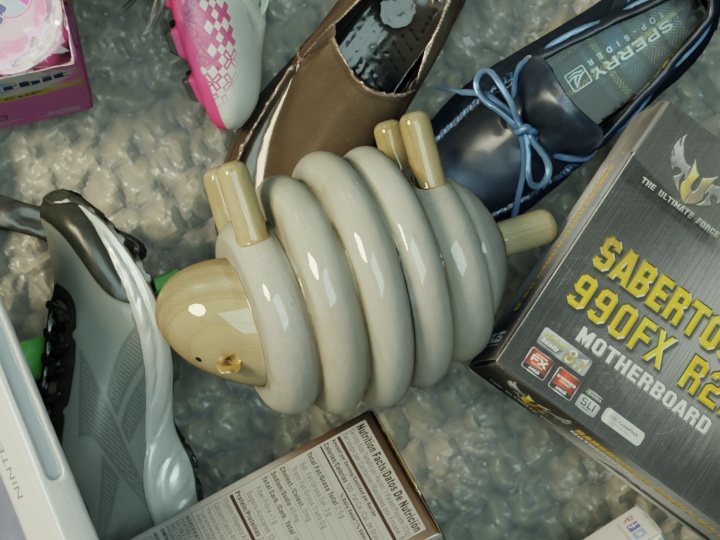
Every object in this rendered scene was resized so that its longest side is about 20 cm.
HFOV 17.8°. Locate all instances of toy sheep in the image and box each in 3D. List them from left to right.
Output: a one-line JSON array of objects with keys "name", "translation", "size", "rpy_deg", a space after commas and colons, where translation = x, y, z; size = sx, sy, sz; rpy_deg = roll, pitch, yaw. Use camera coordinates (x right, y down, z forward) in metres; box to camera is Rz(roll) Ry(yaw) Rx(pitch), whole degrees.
[{"name": "toy sheep", "translation": [0.000, 0.000, 1.087], "size": [0.200, 0.138, 0.138], "rpy_deg": [-16, 91, -10]}]

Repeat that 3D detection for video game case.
[{"name": "video game case", "translation": [-0.209, 0.081, 1.083], "size": [0.023, 0.200, 0.182], "rpy_deg": [-19, 85, -41]}]

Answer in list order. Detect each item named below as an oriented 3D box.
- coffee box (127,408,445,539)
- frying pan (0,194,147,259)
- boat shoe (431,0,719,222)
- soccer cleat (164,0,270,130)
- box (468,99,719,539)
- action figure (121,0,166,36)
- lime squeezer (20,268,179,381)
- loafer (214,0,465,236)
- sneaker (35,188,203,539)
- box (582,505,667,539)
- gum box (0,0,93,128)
[{"name": "coffee box", "translation": [-0.054, 0.167, 1.118], "size": [0.200, 0.114, 0.080], "rpy_deg": [-28, 58, -4]}, {"name": "frying pan", "translation": [-0.209, -0.052, 1.158], "size": [0.190, 0.031, 0.115], "rpy_deg": [-5, 83, -19]}, {"name": "boat shoe", "translation": [0.095, -0.089, 1.160], "size": [0.200, 0.069, 0.084], "rpy_deg": [-45, 92, -3]}, {"name": "soccer cleat", "translation": [-0.064, -0.173, 1.147], "size": [0.086, 0.070, 0.200], "rpy_deg": [-12, 89, 5]}, {"name": "box", "translation": [0.178, 0.040, 1.122], "size": [0.200, 0.048, 0.158], "rpy_deg": [37, 77, -8]}, {"name": "action figure", "translation": [-0.104, -0.212, 1.058], "size": [0.102, 0.119, 0.200], "rpy_deg": [-21, 124, -4]}, {"name": "lime squeezer", "translation": [-0.194, 0.024, 1.156], "size": [0.200, 0.038, 0.071], "rpy_deg": [6, 89, -3]}, {"name": "loafer", "translation": [-0.012, -0.089, 1.151], "size": [0.073, 0.071, 0.200], "rpy_deg": [28, 88, -3]}, {"name": "sneaker", "translation": [-0.131, 0.059, 1.119], "size": [0.079, 0.074, 0.200], "rpy_deg": [-15, 105, -19]}, {"name": "box", "translation": [0.091, 0.228, 1.148], "size": [0.200, 0.036, 0.144], "rpy_deg": [-32, 116, -2]}, {"name": "gum box", "translation": [-0.185, -0.177, 1.110], "size": [0.066, 0.114, 0.200], "rpy_deg": [-13, 84, -4]}]
